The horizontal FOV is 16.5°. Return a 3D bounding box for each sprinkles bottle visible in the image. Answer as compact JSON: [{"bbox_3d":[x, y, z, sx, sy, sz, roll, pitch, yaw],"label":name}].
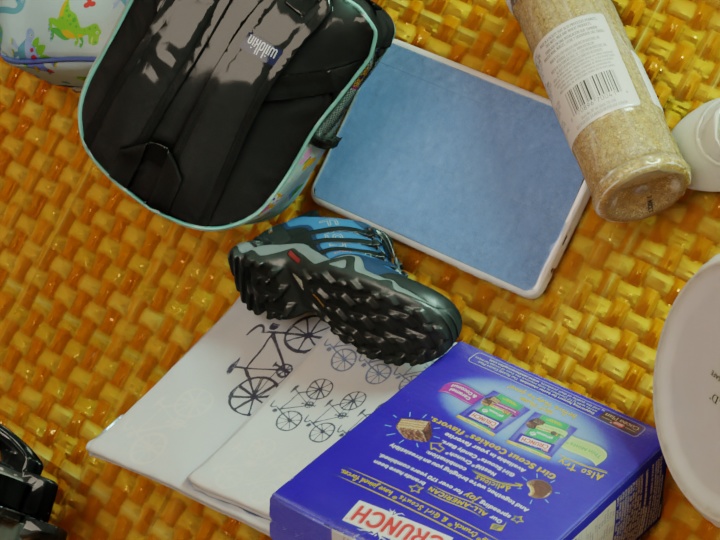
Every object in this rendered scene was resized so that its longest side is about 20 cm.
[{"bbox_3d":[0.152,-0.129,1.636,0.068,0.068,0.200,-30,59,18],"label":"sprinkles bottle"}]

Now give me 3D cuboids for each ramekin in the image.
[{"bbox_3d":[0.256,0.070,1.468,0.202,0.094,0.203,-8,81,59],"label":"ramekin"}]

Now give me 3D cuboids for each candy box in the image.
[{"bbox_3d":[0.069,0.146,1.545,0.169,0.200,0.077,24,131,31],"label":"candy box"}]

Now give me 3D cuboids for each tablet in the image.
[{"bbox_3d":[0.068,-0.072,1.708,0.200,0.014,0.130,25,89,32],"label":"tablet"}]

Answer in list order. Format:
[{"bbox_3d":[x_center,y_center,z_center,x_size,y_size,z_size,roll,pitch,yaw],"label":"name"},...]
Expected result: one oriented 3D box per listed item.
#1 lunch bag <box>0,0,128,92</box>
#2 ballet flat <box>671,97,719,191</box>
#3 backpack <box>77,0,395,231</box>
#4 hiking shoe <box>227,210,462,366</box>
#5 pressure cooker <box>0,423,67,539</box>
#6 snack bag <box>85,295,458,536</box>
[{"bbox_3d":[-0.181,-0.233,1.844,0.161,0.082,0.200,1,77,29],"label":"lunch bag"},{"bbox_3d":[0.277,-0.093,1.572,0.200,0.069,0.070,-4,74,27],"label":"ballet flat"},{"bbox_3d":[-0.091,-0.129,1.711,0.176,0.153,0.200,32,94,4],"label":"backpack"},{"bbox_3d":[0.000,0.000,1.665,0.200,0.074,0.087,21,49,41],"label":"hiking shoe"},{"bbox_3d":[-0.312,0.190,1.739,0.179,0.176,0.200,-1,71,57],"label":"pressure cooker"},{"bbox_3d":[-0.058,0.086,1.665,0.200,0.021,0.189,19,52,37],"label":"snack bag"}]
